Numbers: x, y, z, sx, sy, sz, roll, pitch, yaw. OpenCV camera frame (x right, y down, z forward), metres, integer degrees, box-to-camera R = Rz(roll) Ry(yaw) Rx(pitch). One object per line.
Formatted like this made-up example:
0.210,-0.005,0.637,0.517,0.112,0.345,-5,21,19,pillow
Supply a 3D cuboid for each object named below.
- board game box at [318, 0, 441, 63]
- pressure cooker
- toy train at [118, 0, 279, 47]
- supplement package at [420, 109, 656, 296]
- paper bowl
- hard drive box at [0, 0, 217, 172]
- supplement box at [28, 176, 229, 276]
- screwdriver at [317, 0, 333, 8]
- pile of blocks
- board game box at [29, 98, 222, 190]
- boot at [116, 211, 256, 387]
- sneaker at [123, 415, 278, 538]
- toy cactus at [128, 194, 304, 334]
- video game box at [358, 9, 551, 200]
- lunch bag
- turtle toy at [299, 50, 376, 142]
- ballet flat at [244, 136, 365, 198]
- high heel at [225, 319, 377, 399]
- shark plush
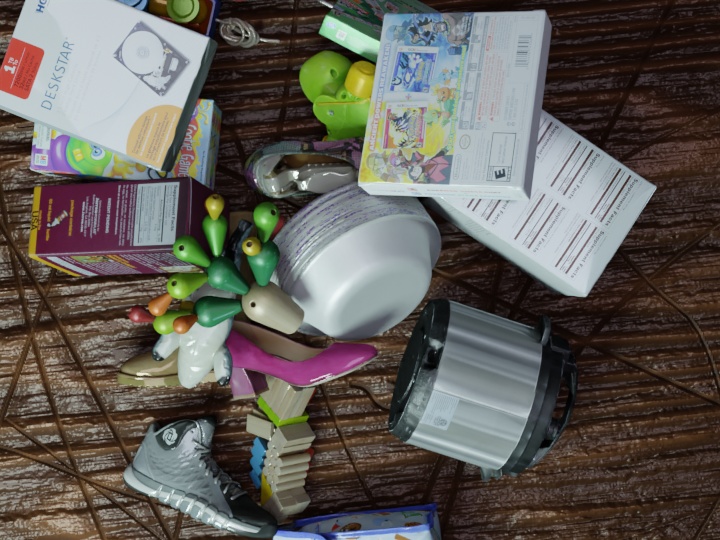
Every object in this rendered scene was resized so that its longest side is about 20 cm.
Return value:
0.063,-0.269,1.444,0.200,0.135,0.029,28,130,-1,board game box
0.146,0.141,1.422,0.199,0.176,0.179,17,62,-4,pressure cooker
-0.193,-0.301,1.438,0.199,0.116,0.085,14,95,-1,toy train
0.196,-0.086,1.415,0.200,0.191,0.147,34,89,-2,supplement package
0.000,0.000,1.399,0.200,0.201,0.104,-32,58,-1,paper bowl
-0.278,-0.214,1.350,0.199,0.077,0.156,20,94,-1,hard drive box
-0.261,-0.048,1.411,0.199,0.110,0.086,-2,78,17,supplement box
0.039,-0.286,1.487,0.200,0.028,0.029,30,119,-5,screwdriver
-0.090,0.206,1.488,0.062,0.082,0.201,-3,104,-44,pile of blocks
-0.270,-0.153,1.446,0.199,0.105,0.103,6,90,-1,board game box
-0.207,0.034,1.475,0.174,0.066,0.201,-4,92,-13,boot
-0.176,0.233,1.460,0.199,0.075,0.116,20,84,12,sneaker
-0.134,0.012,1.308,0.165,0.102,0.200,35,104,-26,toy cactus
0.100,-0.175,1.310,0.182,0.047,0.201,5,76,20,video game box
-0.001,0.375,1.456,0.199,0.124,0.171,-5,91,9,lunch bag
0.012,-0.186,1.448,0.200,0.101,0.146,31,130,7,turtle toy
-0.064,-0.112,1.424,0.199,0.071,0.069,-3,119,31,ballet flat
-0.078,0.083,1.394,0.199,0.067,0.096,-15,93,24,high heel
-0.174,0.037,1.396,0.091,0.083,0.201,9,94,2,shark plush
